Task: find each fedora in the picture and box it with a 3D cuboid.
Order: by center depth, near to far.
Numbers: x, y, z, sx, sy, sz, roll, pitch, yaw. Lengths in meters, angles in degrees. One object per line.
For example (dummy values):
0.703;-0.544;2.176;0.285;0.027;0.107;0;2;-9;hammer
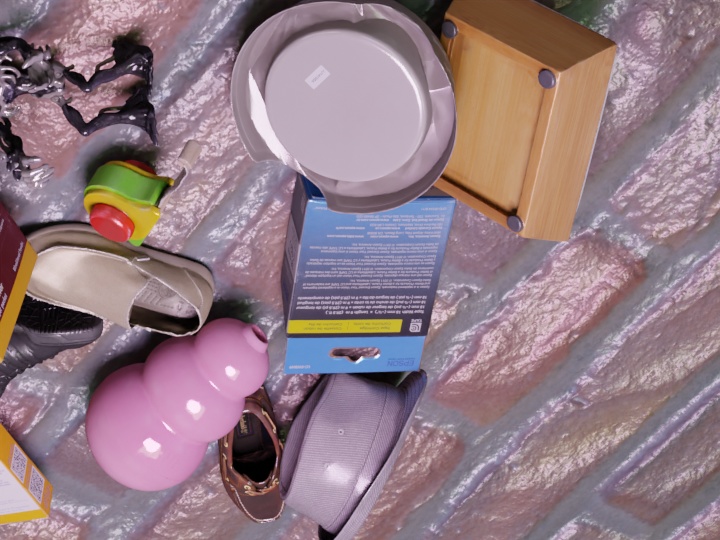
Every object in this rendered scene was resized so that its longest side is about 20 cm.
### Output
-0.020;0.169;1.585;0.090;0.177;0.201;26;88;-9;fedora

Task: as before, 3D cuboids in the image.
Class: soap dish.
0.130;-0.136;1.402;0.081;0.157;0.201;-28;140;-41;soap dish

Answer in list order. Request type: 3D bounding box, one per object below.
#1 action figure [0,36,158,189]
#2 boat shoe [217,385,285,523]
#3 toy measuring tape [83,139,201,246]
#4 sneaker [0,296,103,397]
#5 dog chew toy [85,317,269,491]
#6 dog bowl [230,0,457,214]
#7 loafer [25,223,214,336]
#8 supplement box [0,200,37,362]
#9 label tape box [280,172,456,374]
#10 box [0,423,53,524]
-0.269;-0.140;1.329;0.199;0.102;0.119;-6;128;-14;action figure
-0.111;0.193;1.634;0.070;0.070;0.201;-17;129;-7;boat shoe
-0.196;-0.075;1.383;0.073;0.074;0.200;8;157;-20;toy measuring tape
-0.341;0.082;1.500;0.199;0.060;0.105;-1;127;-9;sneaker
-0.167;0.120;1.527;0.200;0.125;0.124;-39;126;17;dog chew toy
-0.009;-0.149;1.375;0.199;0.059;0.201;7;123;11;dog bowl
-0.223;0.012;1.471;0.199;0.068;0.076;10;120;-23;loafer
-0.410;-0.019;1.325;0.196;0.133;0.200;-12;130;17;supplement box
0.000;0.000;1.525;0.143;0.063;0.201;0;125;-16;label tape box
-0.390;0.179;1.530;0.118;0.042;0.200;-9;137;13;box
